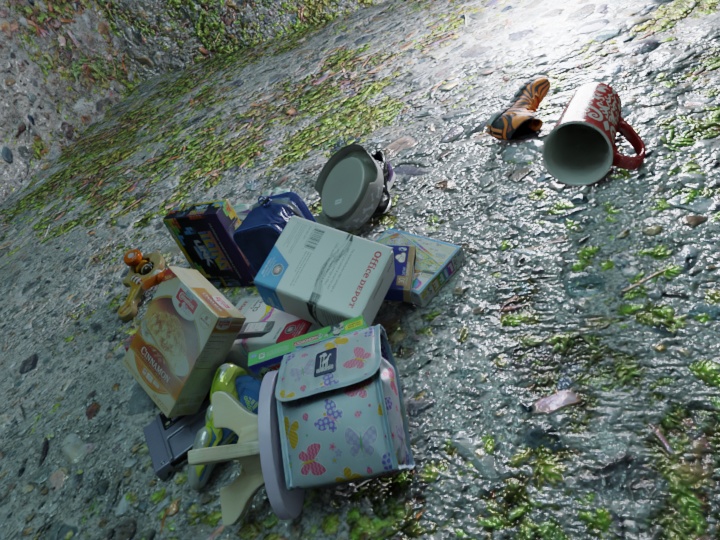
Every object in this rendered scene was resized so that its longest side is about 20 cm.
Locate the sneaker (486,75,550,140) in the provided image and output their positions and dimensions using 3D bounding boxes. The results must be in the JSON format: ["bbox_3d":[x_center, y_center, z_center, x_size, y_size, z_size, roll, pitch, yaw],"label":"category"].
[{"bbox_3d":[0.395,-0.367,1.392,0.200,0.078,0.112,-46,42,-7],"label":"sneaker"}]

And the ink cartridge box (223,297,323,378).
[{"bbox_3d":[-0.156,0.119,1.092,0.196,0.087,0.148,-3,31,24],"label":"ink cartridge box"}]

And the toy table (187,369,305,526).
[{"bbox_3d":[-0.155,0.259,0.873,0.114,0.184,0.204,-13,60,12],"label":"toy table"}]

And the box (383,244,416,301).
[{"bbox_3d":[0.000,0.000,1.103,0.195,0.033,0.122,2,42,10],"label":"box"}]

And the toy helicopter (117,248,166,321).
[{"bbox_3d":[-0.546,0.039,1.507,0.129,0.080,0.203,-2,52,18],"label":"toy helicopter"}]

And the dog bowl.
[{"bbox_3d":[-0.027,-0.182,1.367,0.198,0.058,0.205,-24,56,40],"label":"dog bowl"}]

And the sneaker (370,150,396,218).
[{"bbox_3d":[0.031,-0.205,1.401,0.074,0.089,0.202,-12,37,19],"label":"sneaker"}]

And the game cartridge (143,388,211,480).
[{"bbox_3d":[-0.289,0.262,1.069,0.198,0.039,0.129,-36,40,-12],"label":"game cartridge"}]

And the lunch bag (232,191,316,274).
[{"bbox_3d":[-0.161,-0.067,1.256,0.133,0.202,0.133,-7,36,34],"label":"lunch bag"}]

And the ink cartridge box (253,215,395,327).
[{"bbox_3d":[-0.056,0.012,1.017,0.196,0.084,0.147,19,61,19],"label":"ink cartridge box"}]

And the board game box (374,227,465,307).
[{"bbox_3d":[0.087,-0.012,1.167,0.134,0.035,0.198,-44,38,-23],"label":"board game box"}]

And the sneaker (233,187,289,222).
[{"bbox_3d":[-0.255,-0.122,1.505,0.197,0.078,0.142,-22,35,24],"label":"sneaker"}]

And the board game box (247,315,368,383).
[{"bbox_3d":[-0.064,0.153,0.967,0.196,0.136,0.029,-19,43,12],"label":"board game box"}]

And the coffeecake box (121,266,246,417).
[{"bbox_3d":[-0.308,0.122,1.040,0.153,0.073,0.203,37,104,28],"label":"coffeecake box"}]

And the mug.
[{"bbox_3d":[0.464,-0.265,1.195,0.133,0.177,0.201,-44,9,48],"label":"mug"}]

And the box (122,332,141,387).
[{"bbox_3d":[-0.344,0.148,1.167,0.196,0.102,0.096,-13,12,19],"label":"box"}]

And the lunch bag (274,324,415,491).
[{"bbox_3d":[-0.028,0.192,0.846,0.166,0.127,0.204,-14,68,15],"label":"lunch bag"}]

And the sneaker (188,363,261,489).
[{"bbox_3d":[-0.211,0.261,0.983,0.076,0.103,0.204,163,124,-69],"label":"sneaker"}]

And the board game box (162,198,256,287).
[{"bbox_3d":[-0.325,-0.054,1.346,0.162,0.202,0.057,-3,38,31],"label":"board game box"}]
